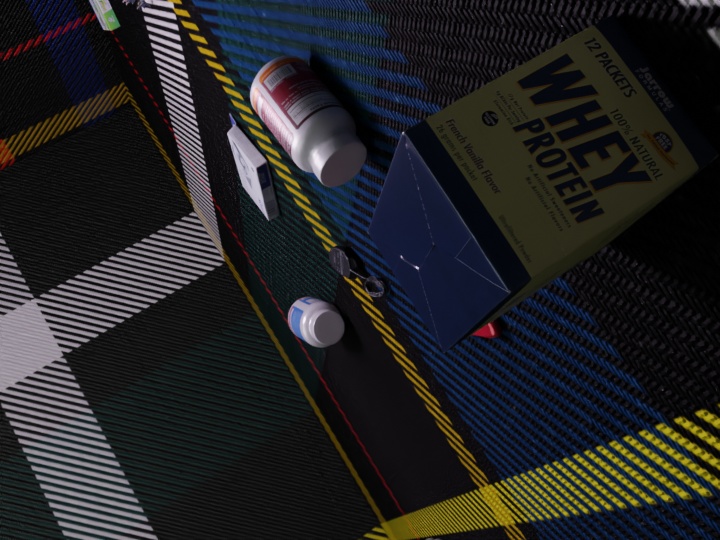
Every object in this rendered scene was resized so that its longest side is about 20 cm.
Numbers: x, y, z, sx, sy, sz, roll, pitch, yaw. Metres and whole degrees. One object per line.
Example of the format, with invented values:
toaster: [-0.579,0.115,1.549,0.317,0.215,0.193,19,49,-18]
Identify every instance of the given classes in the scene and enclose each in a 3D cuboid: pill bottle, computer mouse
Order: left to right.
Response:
pill bottle: [-0.078,-0.226,1.164,0.201,0.112,0.114,53,163,26]
pill bottle: [-0.108,0.131,1.900,0.114,0.111,0.200,63,166,-13]
computer mouse: [0.000,0.000,1.487,0.199,0.034,0.060,36,135,47]

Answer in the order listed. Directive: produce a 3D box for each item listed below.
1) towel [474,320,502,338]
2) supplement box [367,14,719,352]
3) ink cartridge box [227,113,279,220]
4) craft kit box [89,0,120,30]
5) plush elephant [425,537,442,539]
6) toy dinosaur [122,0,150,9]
towel: [0.127,0.005,1.090,0.203,0.022,0.144,63,164,-7]
supplement box: [0.132,-0.059,0.621,0.136,0.198,0.200,56,164,11]
ink cartridge box: [-0.278,-0.256,1.891,0.201,0.040,0.201,52,162,31]
craft kit box: [-0.960,-0.987,2.785,0.197,0.048,0.203,39,153,60]
plush elephant: [0.202,0.882,2.157,0.202,0.153,0.165,59,165,5]
toy dinosaur: [-0.617,-0.796,2.032,0.198,0.104,0.185,-23,83,38]
